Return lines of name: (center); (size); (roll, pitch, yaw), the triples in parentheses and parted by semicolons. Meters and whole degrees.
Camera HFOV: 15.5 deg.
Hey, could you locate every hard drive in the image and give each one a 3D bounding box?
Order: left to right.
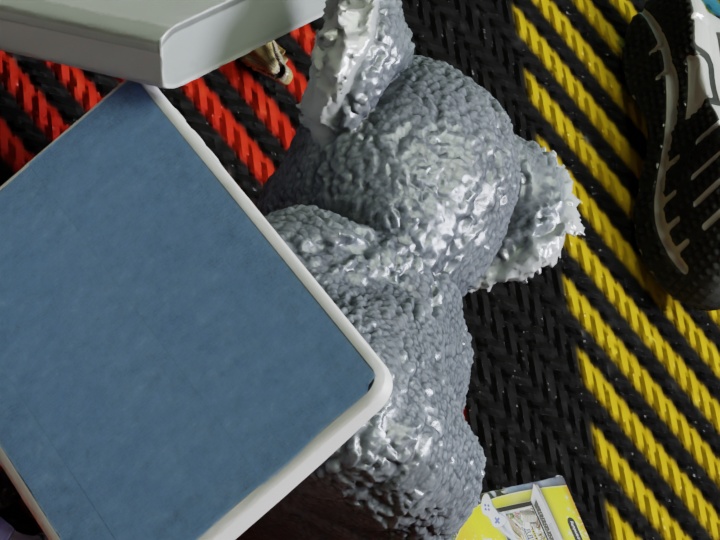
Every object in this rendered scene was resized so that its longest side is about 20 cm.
hard drive: (-0.120, -0.121, 1.085); (0.132, 0.199, 0.026); (-32, 128, -49)

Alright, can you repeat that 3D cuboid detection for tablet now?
tablet: (-0.083, 0.023, 0.954); (0.200, 0.130, 0.014); (50, 0, 40)

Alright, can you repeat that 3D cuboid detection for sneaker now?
sneaker: (0.192, -0.062, 1.403); (0.080, 0.074, 0.201); (26, 48, -30)

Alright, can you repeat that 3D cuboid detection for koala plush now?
koala plush: (0.000, 0.000, 1.036); (0.177, 0.183, 0.201); (43, 67, -32)

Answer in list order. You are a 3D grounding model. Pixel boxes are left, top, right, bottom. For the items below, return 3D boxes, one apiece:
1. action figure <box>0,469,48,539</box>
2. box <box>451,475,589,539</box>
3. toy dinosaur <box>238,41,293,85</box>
action figure: (-0.154, 0.095, 0.981); (0.200, 0.069, 0.130); (46, 34, -14)
box: (0.071, 0.194, 1.138); (0.136, 0.038, 0.201); (-6, 67, -45)
toy dinosaur: (-0.074, -0.180, 1.266); (0.101, 0.058, 0.201); (25, 55, -49)
